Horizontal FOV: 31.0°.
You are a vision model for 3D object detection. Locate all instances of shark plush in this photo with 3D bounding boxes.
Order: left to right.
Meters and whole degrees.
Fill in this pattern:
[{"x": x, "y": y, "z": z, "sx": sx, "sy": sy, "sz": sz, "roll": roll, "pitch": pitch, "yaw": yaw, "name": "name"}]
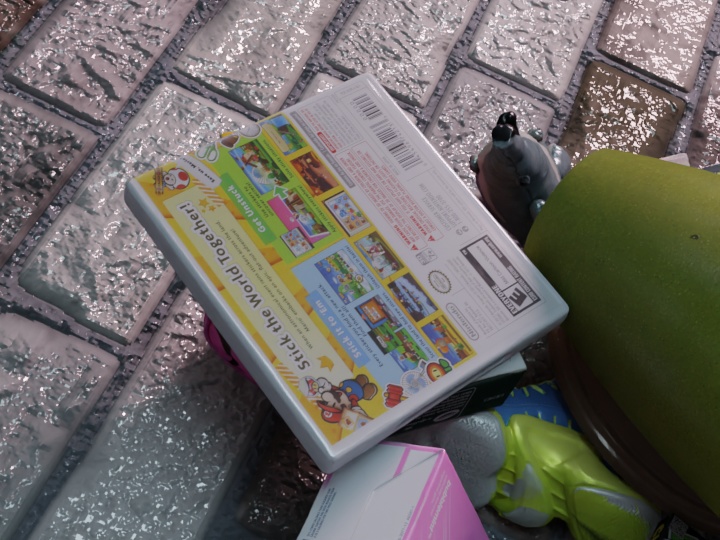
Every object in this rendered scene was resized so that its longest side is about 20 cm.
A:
[{"x": 0.124, "y": -0.058, "z": 0.882, "sx": 0.090, "sy": 0.200, "sz": 0.084, "roll": -27, "pitch": 66, "yaw": -6, "name": "shark plush"}]

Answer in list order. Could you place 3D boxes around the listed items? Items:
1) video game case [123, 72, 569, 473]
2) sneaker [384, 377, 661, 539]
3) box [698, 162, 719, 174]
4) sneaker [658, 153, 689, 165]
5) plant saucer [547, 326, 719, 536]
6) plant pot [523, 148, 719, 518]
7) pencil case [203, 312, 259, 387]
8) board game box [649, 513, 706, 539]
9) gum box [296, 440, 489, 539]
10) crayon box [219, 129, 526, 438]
[{"x": -0.007, "y": -0.009, "z": 0.742, "sx": 0.181, "sy": 0.023, "sz": 0.201, "roll": -28, "pitch": 70, "yaw": -29, "name": "video game case"}, {"x": 0.101, "y": 0.105, "z": 0.834, "sx": 0.198, "sy": 0.076, "sz": 0.105, "roll": 28, "pitch": 39, "yaw": -5, "name": "sneaker"}, {"x": 0.323, "y": -0.009, "z": 0.884, "sx": 0.198, "sy": 0.049, "sz": 0.163, "roll": -15, "pitch": 81, "yaw": -17, "name": "box"}, {"x": 0.202, "y": -0.036, "z": 0.947, "sx": 0.200, "sy": 0.071, "sz": 0.081, "roll": -23, "pitch": 100, "yaw": -61, "name": "sneaker"}, {"x": 0.211, "y": 0.084, "z": 0.860, "sx": 0.198, "sy": 0.030, "sz": 0.201, "roll": 24, "pitch": 37, "yaw": -19, "name": "plant saucer"}, {"x": 0.199, "y": 0.020, "z": 0.764, "sx": 0.199, "sy": 0.188, "sz": 0.186, "roll": 37, "pitch": 52, "yaw": 26, "name": "plant pot"}, {"x": -0.011, "y": 0.004, "z": 0.861, "sx": 0.200, "sy": 0.090, "sz": 0.094, "roll": -42, "pitch": 102, "yaw": -34, "name": "pencil case"}, {"x": 0.235, "y": 0.243, "z": 0.749, "sx": 0.199, "sy": 0.024, "sz": 0.105, "roll": 39, "pitch": 54, "yaw": 3, "name": "board game box"}, {"x": 0.001, "y": 0.204, "z": 0.678, "sx": 0.065, "sy": 0.114, "sz": 0.201, "roll": 2, "pitch": 47, "yaw": 31, "name": "gum box"}, {"x": 0.000, "y": 0.000, "z": 0.783, "sx": 0.124, "sy": 0.052, "sz": 0.201, "roll": -12, "pitch": 62, "yaw": -23, "name": "crayon box"}]
